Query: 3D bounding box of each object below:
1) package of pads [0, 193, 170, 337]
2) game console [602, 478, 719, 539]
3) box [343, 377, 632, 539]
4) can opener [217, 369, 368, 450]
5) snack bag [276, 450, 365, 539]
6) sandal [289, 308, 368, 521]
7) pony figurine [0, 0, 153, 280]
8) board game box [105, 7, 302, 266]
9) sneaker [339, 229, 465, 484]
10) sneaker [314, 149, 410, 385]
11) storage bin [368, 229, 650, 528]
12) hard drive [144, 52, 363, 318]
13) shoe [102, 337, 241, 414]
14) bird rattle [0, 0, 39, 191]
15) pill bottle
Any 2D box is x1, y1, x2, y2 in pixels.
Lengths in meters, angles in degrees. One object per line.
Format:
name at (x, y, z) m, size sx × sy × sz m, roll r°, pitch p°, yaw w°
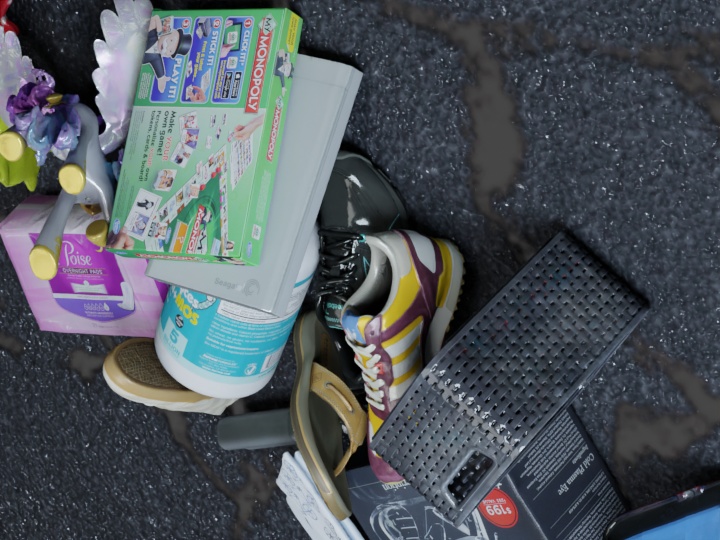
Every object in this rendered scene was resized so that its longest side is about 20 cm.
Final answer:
package of pads at (-0.230, -0.006, 1.922) m, size 0.199 × 0.076 × 0.121 m, roll 2°, pitch 123°, yaw 41°
game console at (0.286, 0.265, 1.638) m, size 0.171 × 0.119 × 0.201 m, roll 21°, pitch 133°, yaw 29°
box at (0.108, 0.199, 1.758) m, size 0.199 × 0.104 × 0.183 m, roll -20°, pitch 107°, yaw 48°
can opener at (-0.051, 0.126, 1.894) m, size 0.199 × 0.052 × 0.067 m, roll -18°, pitch 73°, yaw 46°
snack bag at (-0.015, 0.254, 1.894) m, size 0.189 × 0.021 × 0.200 m, roll 53°, pitch 167°, yaw 10°
sandal at (-0.019, 0.110, 1.758) m, size 0.054 × 0.201 × 0.080 m, roll -17°, pitch 138°, yaw 18°
pony figurine at (-0.234, -0.111, 1.741) m, size 0.165 × 0.200 × 0.195 m, roll -8°, pitch 111°, yaw 13°
board game box at (-0.123, -0.107, 1.674) m, size 0.134 × 0.029 × 0.202 m, roll 4°, pitch 79°, yaw 31°
sneaker at (0.018, 0.067, 1.680) m, size 0.075 × 0.090 × 0.202 m, roll 8°, pitch 89°, yaw 54°
sneaker at (0.000, 0.000, 1.720) m, size 0.075 × 0.079 × 0.201 m, roll 6°, pitch 122°, yaw 39°
storage bin at (0.112, 0.079, 1.586) m, size 0.094 × 0.200 × 0.135 m, roll 41°, pitch 139°, yaw 7°
hard drive at (-0.085, -0.075, 1.676) m, size 0.131 × 0.202 × 0.026 m, roll 15°, pitch 174°, yaw 33°
shoe at (-0.162, 0.101, 1.854) m, size 0.053 × 0.199 × 0.070 m, roll -49°, pitch 64°, yaw 18°
bird rattle at (-0.327, -0.165, 1.873) m, size 0.201 × 0.112 × 0.163 m, roll 57°, pitch 155°, yaw -5°
pill bottle at (-0.097, 0.002, 1.774) m, size 0.110 × 0.111 × 0.201 m, roll 35°, pitch 128°, yaw 16°
